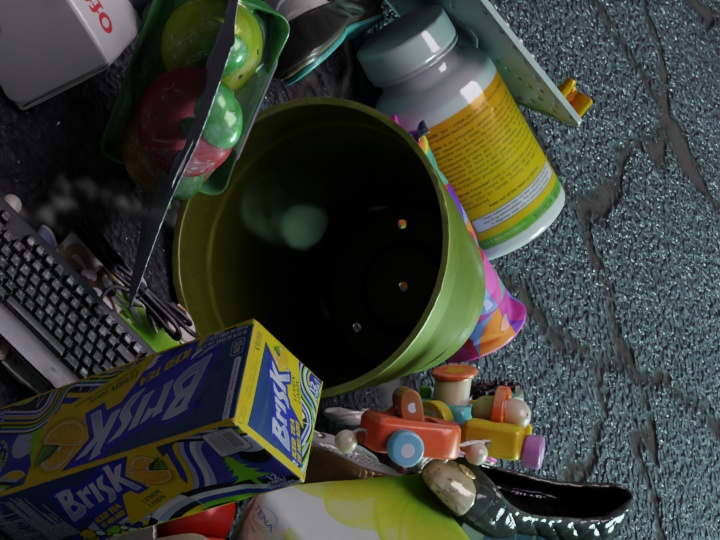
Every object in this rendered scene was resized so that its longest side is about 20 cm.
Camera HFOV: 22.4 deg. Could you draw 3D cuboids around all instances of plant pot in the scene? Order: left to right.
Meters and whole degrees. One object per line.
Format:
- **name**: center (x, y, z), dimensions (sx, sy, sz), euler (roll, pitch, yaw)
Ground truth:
- **plant pot**: center (0.000, 0.000, 1.278), dimensions (0.193, 0.199, 0.202), euler (24, 53, -66)

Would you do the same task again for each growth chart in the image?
- **growth chart**: center (-0.163, 0.041, 1.114), dimensions (0.200, 0.018, 0.145), euler (39, 40, -29)

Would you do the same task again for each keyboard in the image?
- **keyboard**: center (-0.160, 0.026, 1.096), dimensions (0.200, 0.021, 0.127), euler (48, 36, -20)

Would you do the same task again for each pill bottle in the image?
- **pill bottle**: center (0.080, -0.117, 1.523), dimensions (0.201, 0.111, 0.111), euler (58, 33, -21)

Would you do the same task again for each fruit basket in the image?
- **fruit basket**: center (-0.099, -0.095, 1.121), dimensions (0.093, 0.186, 0.200), euler (17, 25, -16)

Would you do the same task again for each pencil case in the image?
- **pencil case**: center (0.058, -0.022, 1.466), dimensions (0.201, 0.088, 0.088), euler (61, 32, -20)

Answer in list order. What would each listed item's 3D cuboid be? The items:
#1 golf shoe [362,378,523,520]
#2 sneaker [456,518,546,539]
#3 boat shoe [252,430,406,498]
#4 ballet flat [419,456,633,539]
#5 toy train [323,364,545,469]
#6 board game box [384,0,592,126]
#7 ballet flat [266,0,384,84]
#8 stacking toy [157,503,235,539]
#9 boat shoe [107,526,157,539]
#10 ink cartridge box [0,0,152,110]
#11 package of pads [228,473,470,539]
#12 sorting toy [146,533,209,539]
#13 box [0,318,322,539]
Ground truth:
- **golf shoe**: center (0.068, 0.147, 1.408), dimensions (0.200, 0.072, 0.093), euler (-30, 110, -50)
- **sneaker**: center (0.116, 0.264, 1.371), dimensions (0.076, 0.077, 0.201), euler (-45, 135, -51)
- **boat shoe**: center (-0.014, 0.148, 1.267), dimensions (0.200, 0.071, 0.069), euler (36, 6, -41)
- **ballet flat**: center (0.114, 0.154, 1.263), dimensions (0.199, 0.057, 0.067), euler (18, 28, -45)
- **toy train**: center (0.046, 0.094, 1.243), dimensions (0.200, 0.149, 0.056), euler (-160, -102, -78)
- **board game box**: center (0.084, -0.214, 1.528), dimensions (0.026, 0.200, 0.200), euler (-49, 126, -7)
- **ballet flat**: center (-0.039, -0.199, 1.431), dimensions (0.069, 0.068, 0.200), euler (55, 22, -7)
- **stacking toy**: center (-0.095, 0.217, 1.106), dimensions (0.085, 0.085, 0.201), euler (26, 46, -50)
- **boat shoe**: center (-0.139, 0.212, 1.034), dimensions (0.072, 0.066, 0.202), euler (47, 40, -38)
- **ink cartridge box**: center (-0.189, -0.221, 1.172), dimensions (0.145, 0.084, 0.200), euler (57, 33, -22)
- **package of pads**: center (0.023, 0.218, 1.142), dimensions (0.154, 0.068, 0.200), euler (2, 36, -43)
- **sorting toy**: center (-0.149, 0.250, 0.945), dimensions (0.184, 0.036, 0.201), euler (-8, 75, -17)
- **box**: center (-0.120, 0.095, 0.998), dimensions (0.064, 0.199, 0.070), euler (45, 40, -36)
